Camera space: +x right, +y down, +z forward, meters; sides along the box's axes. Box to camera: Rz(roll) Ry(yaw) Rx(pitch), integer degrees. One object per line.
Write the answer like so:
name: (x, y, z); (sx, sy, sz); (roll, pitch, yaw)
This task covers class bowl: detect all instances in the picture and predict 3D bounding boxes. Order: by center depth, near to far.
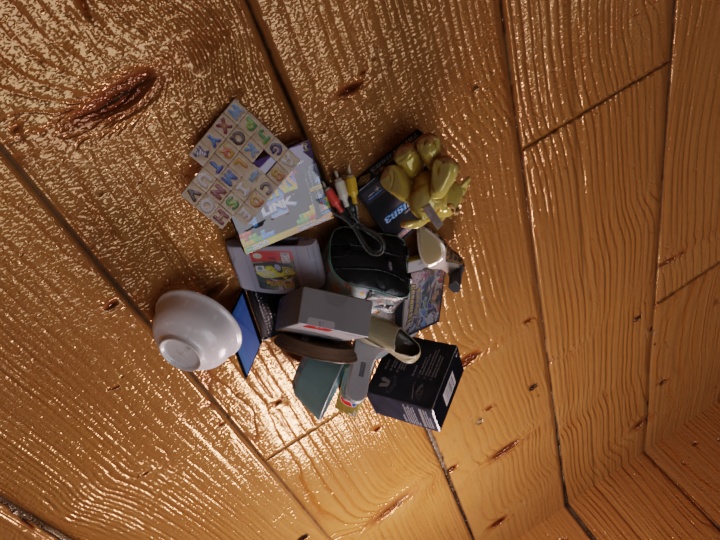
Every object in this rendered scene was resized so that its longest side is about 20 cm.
bowl: (-0.354, 0.144, 1.230); (0.197, 0.091, 0.203); (10, 133, 11)
bowl: (-0.103, 0.262, 1.487); (0.104, 0.201, 0.203); (23, 116, 6)

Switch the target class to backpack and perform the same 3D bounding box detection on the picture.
backpack: (0.000, 0.000, 1.344); (0.197, 0.178, 0.153); (16, 145, -25)

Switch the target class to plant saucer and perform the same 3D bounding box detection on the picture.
plant saucer: (-0.099, 0.171, 1.354); (0.198, 0.199, 0.030); (11, 94, -35)

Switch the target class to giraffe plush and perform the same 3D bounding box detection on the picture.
giraffe plush: (0.162, -0.174, 1.269); (0.171, 0.203, 0.161); (-24, 167, 31)

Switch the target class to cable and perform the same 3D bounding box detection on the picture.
cable: (-0.022, -0.114, 1.267); (0.096, 0.203, 0.050); (-26, 177, 11)

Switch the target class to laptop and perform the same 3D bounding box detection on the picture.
laptop: (-0.207, 0.119, 1.358); (0.197, 0.104, 0.179); (-22, 131, -14)

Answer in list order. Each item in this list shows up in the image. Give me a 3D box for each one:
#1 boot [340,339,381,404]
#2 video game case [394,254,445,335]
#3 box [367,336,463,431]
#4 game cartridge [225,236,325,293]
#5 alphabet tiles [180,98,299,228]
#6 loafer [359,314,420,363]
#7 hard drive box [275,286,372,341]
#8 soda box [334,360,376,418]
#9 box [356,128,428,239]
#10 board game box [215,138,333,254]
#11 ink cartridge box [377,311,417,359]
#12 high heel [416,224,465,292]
boot: (-0.005, 0.224, 1.453); (0.073, 0.095, 0.203); (22, 74, -14)
video game case: (0.154, 0.056, 1.496); (0.179, 0.025, 0.204); (-16, 116, -48)
box: (0.147, 0.292, 1.574); (0.198, 0.197, 0.118); (-60, 144, -33)
game cartridge: (-0.177, -0.010, 1.261); (0.196, 0.041, 0.134); (-1, 134, 12)
alphabet tiles: (-0.236, -0.188, 1.115); (0.167, 0.008, 0.201); (40, 87, -23)
loafer: (0.065, 0.153, 1.404); (0.198, 0.068, 0.077); (28, 67, -12)
hard drive box: (-0.083, 0.097, 1.264); (0.153, 0.200, 0.078); (13, 76, -18)
soda box: (-0.015, 0.307, 1.586); (0.202, 0.067, 0.064); (104, 13, -45)
box: (0.103, -0.184, 1.356); (0.199, 0.050, 0.199); (-38, 132, 1)
board game box: (-0.171, -0.149, 1.182); (0.197, 0.057, 0.168); (-24, 112, -13)
ink cartridge box: (0.048, 0.114, 1.515); (0.143, 0.085, 0.201); (-31, 131, -6)
high heel: (0.194, -0.056, 1.465); (0.071, 0.143, 0.201); (-26, 110, 23)
